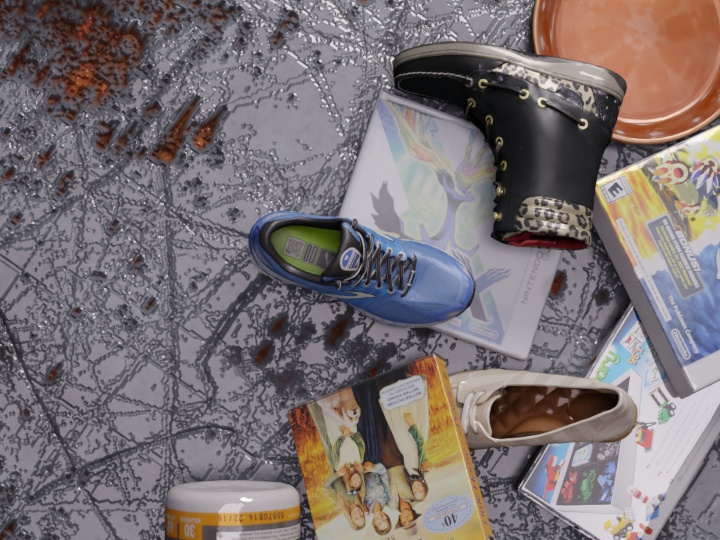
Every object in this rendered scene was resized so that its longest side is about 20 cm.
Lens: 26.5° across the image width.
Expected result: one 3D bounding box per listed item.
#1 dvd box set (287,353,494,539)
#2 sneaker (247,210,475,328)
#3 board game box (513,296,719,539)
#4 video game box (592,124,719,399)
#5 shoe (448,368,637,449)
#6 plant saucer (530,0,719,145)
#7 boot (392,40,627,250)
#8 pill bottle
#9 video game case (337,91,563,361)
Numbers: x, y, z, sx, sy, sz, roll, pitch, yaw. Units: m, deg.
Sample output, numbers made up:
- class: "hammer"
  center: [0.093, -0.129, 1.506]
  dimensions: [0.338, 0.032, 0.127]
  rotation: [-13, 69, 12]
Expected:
- class: "dvd box set"
  center: [0.027, 0.188, 1.277]
  dimensions: [0.145, 0.029, 0.202]
  rotation: [-21, 66, 15]
- class: "sneaker"
  center: [0.000, 0.000, 1.286]
  dimensions: [0.198, 0.089, 0.079]
  rotation: [14, 89, -2]
- class: "board game box"
  center: [0.239, 0.139, 1.336]
  dimensions: [0.126, 0.035, 0.201]
  rotation: [33, 87, 1]
- class: "video game box"
  center: [0.314, -0.018, 1.321]
  dimensions: [0.181, 0.047, 0.202]
  rotation: [-24, 82, -12]
- class: "shoe"
  center: [0.135, 0.115, 1.305]
  dimensions: [0.198, 0.053, 0.071]
  rotation: [-3, 76, 15]
- class: "plant saucer"
  center: [0.248, -0.211, 1.354]
  dimensions: [0.198, 0.032, 0.203]
  rotation: [0, 89, -2]
- class: "boot"
  center: [0.115, -0.106, 1.294]
  dimensions: [0.201, 0.074, 0.156]
  rotation: [9, 79, 9]
- class: "pill bottle"
  center: [-0.107, 0.281, 1.280]
  dimensions: [0.115, 0.116, 0.203]
  rotation: [0, 87, -2]
- class: "video game case"
  center: [0.081, -0.039, 1.346]
  dimensions: [0.198, 0.022, 0.184]
  rotation: [19, 87, -1]
